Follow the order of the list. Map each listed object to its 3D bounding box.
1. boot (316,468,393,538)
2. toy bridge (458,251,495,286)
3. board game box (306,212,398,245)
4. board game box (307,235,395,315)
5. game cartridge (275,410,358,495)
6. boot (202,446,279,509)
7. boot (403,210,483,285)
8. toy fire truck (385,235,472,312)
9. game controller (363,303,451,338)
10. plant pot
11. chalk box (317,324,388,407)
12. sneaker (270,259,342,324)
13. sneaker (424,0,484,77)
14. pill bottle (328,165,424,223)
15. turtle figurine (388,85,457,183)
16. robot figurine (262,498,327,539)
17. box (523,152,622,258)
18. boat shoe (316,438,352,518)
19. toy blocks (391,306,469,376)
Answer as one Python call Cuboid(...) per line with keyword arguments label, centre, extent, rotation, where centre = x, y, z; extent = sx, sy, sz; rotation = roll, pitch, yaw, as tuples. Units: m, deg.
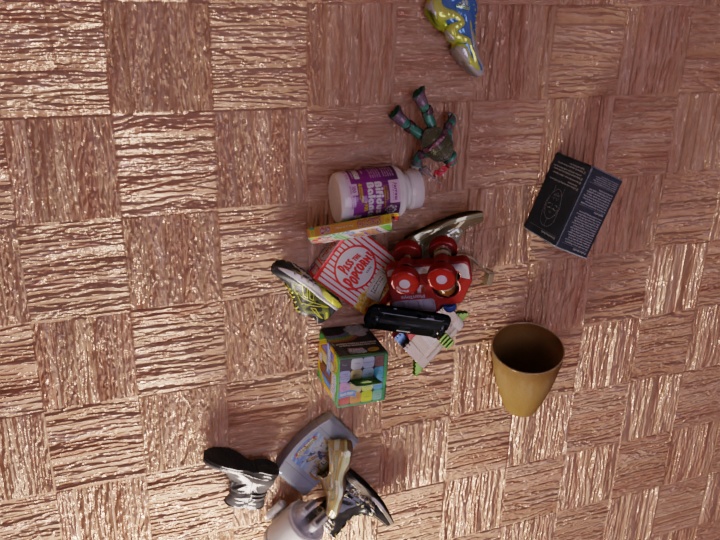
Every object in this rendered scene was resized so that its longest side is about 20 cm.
Cuboid(label="boot", centre=(-0.018, 0.625, 1.936), extent=(0.150, 0.073, 0.201), rotation=(-41, 115, -3))
Cuboid(label="toy bridge", centre=(0.244, -0.008, 1.819), extent=(0.195, 0.027, 0.069), rotation=(7, 106, -23))
Cuboid(label="board game box", centre=(-0.012, -0.088, 1.595), extent=(0.194, 0.096, 0.031), rotation=(-13, 83, 1))
Cuboid(label="board game box", centre=(0.000, 0.000, 1.715), extent=(0.198, 0.046, 0.153), rotation=(35, 94, -29))
Cuboid(label="game cartridge", centre=(-0.113, 0.449, 1.852), extent=(0.200, 0.042, 0.133), rotation=(-44, 123, 0))
Cuboid(label="boot", centre=(-0.299, 0.505, 1.785), extent=(0.196, 0.070, 0.134), rotation=(22, 111, -19))
Cuboid(label="boot", centre=(0.213, -0.042, 1.745), extent=(0.195, 0.072, 0.158), rotation=(-22, 98, -6))
Cuboid(label="toy fire truck", centre=(0.153, 0.026, 1.678), extent=(0.194, 0.114, 0.171), rotation=(-5, 131, 12))
Cuboid(label="game controller", centre=(0.106, 0.116, 1.717), extent=(0.194, 0.105, 0.043), rotation=(9, 70, -8))
Cuboid(label="plant pot", centre=(0.420, 0.272, 1.926), extent=(0.182, 0.187, 0.204), rotation=(-14, 127, -15))
Cuboid(label="chalk box", centre=(-0.013, 0.225, 1.709), extent=(0.121, 0.200, 0.127), rotation=(-4, 112, -19))
Cuboid(label="sneaker", centre=(-0.128, 0.054, 1.669), extent=(0.198, 0.075, 0.085), rotation=(36, 95, -29))
Cuboid(label="sneaker", centre=(0.225, -0.512, 1.588), extent=(0.105, 0.076, 0.200), rotation=(-43, 118, -1))
Cuboid(label="pill bottle", centre=(0.036, -0.166, 1.627), extent=(0.195, 0.112, 0.115), rotation=(-10, 114, -17))
Cuboid(label="turtle figurine", centre=(0.159, -0.291, 1.640), extent=(0.149, 0.101, 0.200), rotation=(-43, 113, -1))
Cuboid(label="robot figurine", centre=(-0.166, 0.650, 1.849), extent=(0.200, 0.171, 0.112), rotation=(-47, 163, 24))
Cuboid(label="box", centre=(0.504, -0.157, 1.795), extent=(0.105, 0.149, 0.204), rotation=(17, 104, -25))
Cuboid(label="boat shoe", centre=(-0.074, 0.507, 1.841), extent=(0.074, 0.072, 0.206), rotation=(9, 98, -12))
Cuboid(label="toy blocks", centre=(0.152, 0.131, 1.811), extent=(0.200, 0.100, 0.137), rotation=(-46, 107, 0))
